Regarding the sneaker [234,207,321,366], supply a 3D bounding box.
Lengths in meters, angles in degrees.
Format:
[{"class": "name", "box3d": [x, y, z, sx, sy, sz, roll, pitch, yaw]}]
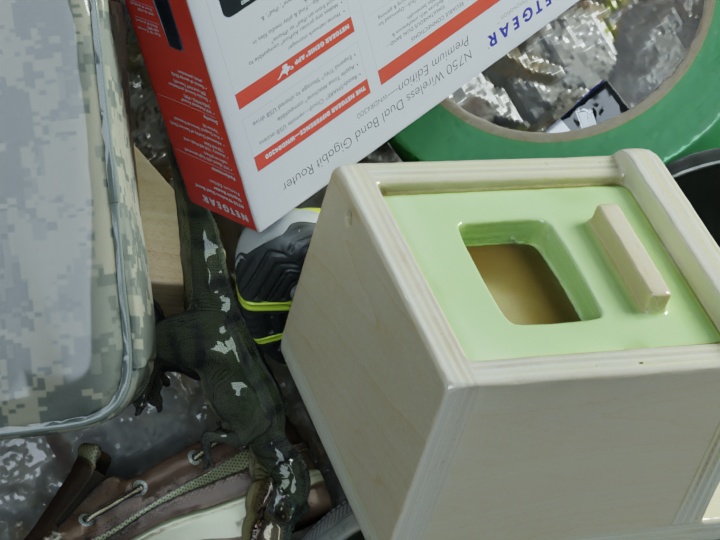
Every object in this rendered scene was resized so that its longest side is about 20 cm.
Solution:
[{"class": "sneaker", "box3d": [0.000, 0.000, 1.091, 0.075, 0.200, 0.077, -26, 67, 20]}]

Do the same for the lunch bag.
[{"class": "lunch bag", "box3d": [-0.153, -0.029, 0.994, 0.138, 0.168, 0.202, -7, 94, 2]}]

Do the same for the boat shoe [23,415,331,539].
[{"class": "boat shoe", "box3d": [-0.118, 0.118, 1.138, 0.201, 0.075, 0.075, -21, 82, -11]}]

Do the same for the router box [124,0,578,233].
[{"class": "router box", "box3d": [-0.007, -0.144, 0.998, 0.200, 0.049, 0.180, -36, 130, -28]}]

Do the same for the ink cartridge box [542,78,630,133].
[{"class": "ink cartridge box", "box3d": [0.143, 0.017, 1.152, 0.094, 0.044, 0.200, -40, 88, 0]}]

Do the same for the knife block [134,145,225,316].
[{"class": "knife block", "box3d": [-0.186, -0.015, 1.119, 0.175, 0.064, 0.200, -42, 89, -19]}]

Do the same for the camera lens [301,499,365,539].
[{"class": "camera lens", "box3d": [0.034, 0.172, 1.068, 0.159, 0.200, 0.161, 0, 87, 0]}]

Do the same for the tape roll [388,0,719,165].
[{"class": "tape roll", "box3d": [0.092, -0.121, 1.125, 0.199, 0.048, 0.202, -3, 73, 11]}]

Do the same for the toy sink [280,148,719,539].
[{"class": "toy sink", "box3d": [0.088, 0.030, 0.988, 0.199, 0.131, 0.112, -2, 132, -24]}]

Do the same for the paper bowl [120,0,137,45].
[{"class": "paper bowl", "box3d": [-0.057, -0.189, 1.082, 0.104, 0.201, 0.201, 34, 88, -1]}]

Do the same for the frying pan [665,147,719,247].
[{"class": "frying pan", "box3d": [0.123, -0.008, 1.087, 0.189, 0.115, 0.031, -14, 52, 5]}]

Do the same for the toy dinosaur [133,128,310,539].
[{"class": "toy dinosaur", "box3d": [-0.077, 0.031, 1.082, 0.088, 0.047, 0.201, -4, 111, 37]}]
